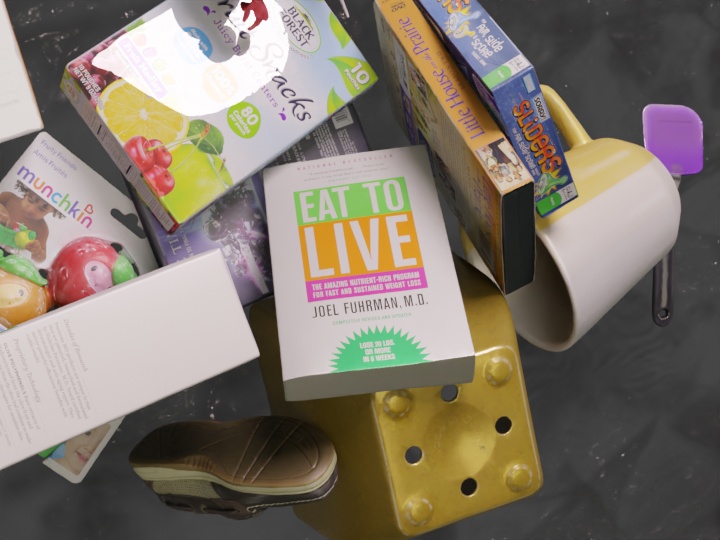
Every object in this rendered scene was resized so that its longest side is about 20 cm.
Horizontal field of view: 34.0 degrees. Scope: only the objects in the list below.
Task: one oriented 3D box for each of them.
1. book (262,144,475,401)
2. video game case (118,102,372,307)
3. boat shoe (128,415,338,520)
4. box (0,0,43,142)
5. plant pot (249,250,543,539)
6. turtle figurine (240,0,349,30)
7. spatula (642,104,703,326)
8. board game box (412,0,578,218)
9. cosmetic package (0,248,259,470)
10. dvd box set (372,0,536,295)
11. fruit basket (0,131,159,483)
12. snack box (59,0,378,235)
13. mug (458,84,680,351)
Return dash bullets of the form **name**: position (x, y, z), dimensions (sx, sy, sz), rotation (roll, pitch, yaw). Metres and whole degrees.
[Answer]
- **book**: position (0.000, 0.000, 0.860), dimensions (0.132, 0.201, 0.048), rotation (-6, 140, -5)
- **video game case**: position (-0.075, -0.056, 0.935), dimensions (0.198, 0.019, 0.144), rotation (-23, 92, -21)
- **boat shoe**: position (-0.092, 0.158, 0.911), dimensions (0.072, 0.199, 0.066), rotation (-53, 129, -42)
- **box**: position (-0.300, -0.183, 0.823), dimensions (0.097, 0.124, 0.202), rotation (-18, 102, -14)
- **plant pot**: position (0.042, 0.111, 0.926), dimensions (0.192, 0.200, 0.198), rotation (-15, 102, -15)
- **turtle figurine**: position (-0.088, -0.260, 0.836), dimensions (0.100, 0.150, 0.201), rotation (-32, 68, 0)
- **spatula**: position (0.281, -0.049, 1.072), dimensions (0.056, 0.021, 0.203), rotation (0, 99, -5)
- **board game box**: position (0.090, -0.149, 0.887), dimensions (0.034, 0.201, 0.136), rotation (-30, 137, 2)
- **cosmetic package**: position (-0.183, 0.062, 0.810), dimensions (0.199, 0.107, 0.086), rotation (-24, 94, -25)
- **dvd box set**: position (0.071, -0.096, 0.887), dimensions (0.029, 0.147, 0.201), rotation (-26, 60, -6)
- **fruit basket**: position (-0.227, 0.029, 0.889), dimensions (0.185, 0.094, 0.201), rotation (40, 81, -18)
- **snack box**: position (-0.106, -0.144, 0.897), dimensions (0.199, 0.053, 0.143), rotation (-38, 95, -20)
- **mug**: position (0.181, -0.050, 0.979), dimensions (0.152, 0.149, 0.188), rotation (-31, 123, -19)
